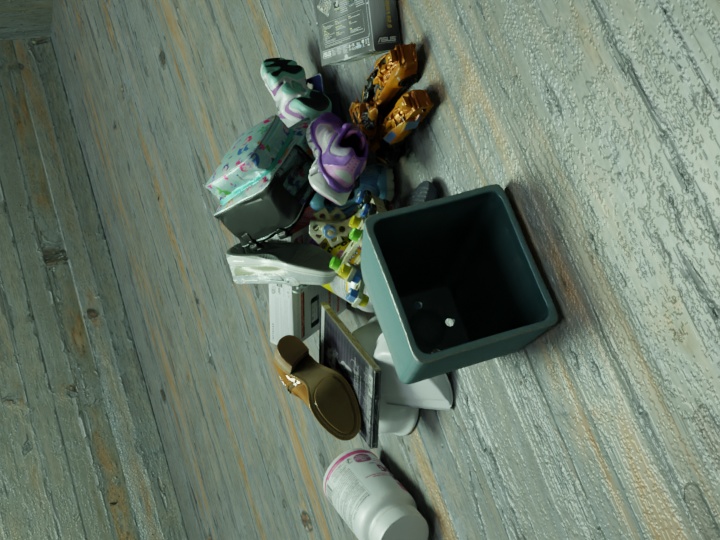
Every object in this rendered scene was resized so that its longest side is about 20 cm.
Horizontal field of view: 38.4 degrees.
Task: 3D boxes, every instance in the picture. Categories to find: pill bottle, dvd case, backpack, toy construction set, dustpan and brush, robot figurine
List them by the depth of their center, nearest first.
[{"bbox_3d":[0.038,-0.240,1.511,0.200,0.057,0.148,-41,61,62],"label":"robot figurine"},{"bbox_3d":[-0.005,-0.045,1.528,0.133,0.091,0.200,-61,30,16],"label":"toy construction set"},{"bbox_3d":[0.057,0.116,1.546,0.138,0.058,0.201,0,132,40],"label":"dustpan and brush"},{"bbox_3d":[-0.135,-0.153,1.621,0.176,0.201,0.151,-22,113,46],"label":"backpack"},{"bbox_3d":[0.000,0.000,1.623,0.199,0.103,0.106,29,126,47],"label":"pill bottle"},{"bbox_3d":[-0.019,0.163,1.633,0.200,0.016,0.151,47,143,49],"label":"dvd case"},{"bbox_3d":[0.026,0.395,1.730,0.200,0.112,0.115,39,134,54],"label":"pill bottle"}]

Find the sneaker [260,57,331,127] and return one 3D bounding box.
[{"bbox_3d":[-0.120,-0.262,1.751,0.201,0.076,0.142,55,145,42],"label":"sneaker"}]

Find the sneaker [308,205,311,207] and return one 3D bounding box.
[{"bbox_3d":[-0.126,-0.133,1.776,0.099,0.070,0.202,38,158,38],"label":"sneaker"}]

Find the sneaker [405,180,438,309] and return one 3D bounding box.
[{"bbox_3d":[0.091,-0.024,1.490,0.070,0.081,0.204,-148,73,-71],"label":"sneaker"}]

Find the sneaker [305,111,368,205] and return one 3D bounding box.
[{"bbox_3d":[-0.027,-0.183,1.525,0.089,0.080,0.202,-49,26,26],"label":"sneaker"}]

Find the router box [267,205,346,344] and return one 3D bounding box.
[{"bbox_3d":[-0.087,0.003,1.748,0.048,0.179,0.204,12,114,26],"label":"router box"}]

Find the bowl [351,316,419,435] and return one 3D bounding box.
[{"bbox_3d":[0.013,0.182,1.703,0.201,0.089,0.205,39,135,55],"label":"bowl"}]

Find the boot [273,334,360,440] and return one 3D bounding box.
[{"bbox_3d":[-0.069,0.200,1.671,0.201,0.073,0.155,54,164,16],"label":"boot"}]

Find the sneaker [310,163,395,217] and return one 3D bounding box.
[{"bbox_3d":[-0.031,-0.133,1.637,0.199,0.089,0.080,-14,78,56],"label":"sneaker"}]

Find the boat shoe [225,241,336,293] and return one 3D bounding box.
[{"bbox_3d":[-0.121,-0.001,1.616,0.199,0.074,0.066,6,119,26],"label":"boat shoe"}]

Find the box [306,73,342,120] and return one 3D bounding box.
[{"bbox_3d":[-0.063,-0.228,1.770,0.121,0.032,0.204,1,101,65],"label":"box"}]

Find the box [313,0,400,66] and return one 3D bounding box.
[{"bbox_3d":[-0.011,-0.402,1.567,0.199,0.048,0.162,7,105,64],"label":"box"}]

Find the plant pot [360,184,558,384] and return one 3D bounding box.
[{"bbox_3d":[0.105,0.041,1.336,0.201,0.193,0.199,112,140,-63],"label":"plant pot"}]
